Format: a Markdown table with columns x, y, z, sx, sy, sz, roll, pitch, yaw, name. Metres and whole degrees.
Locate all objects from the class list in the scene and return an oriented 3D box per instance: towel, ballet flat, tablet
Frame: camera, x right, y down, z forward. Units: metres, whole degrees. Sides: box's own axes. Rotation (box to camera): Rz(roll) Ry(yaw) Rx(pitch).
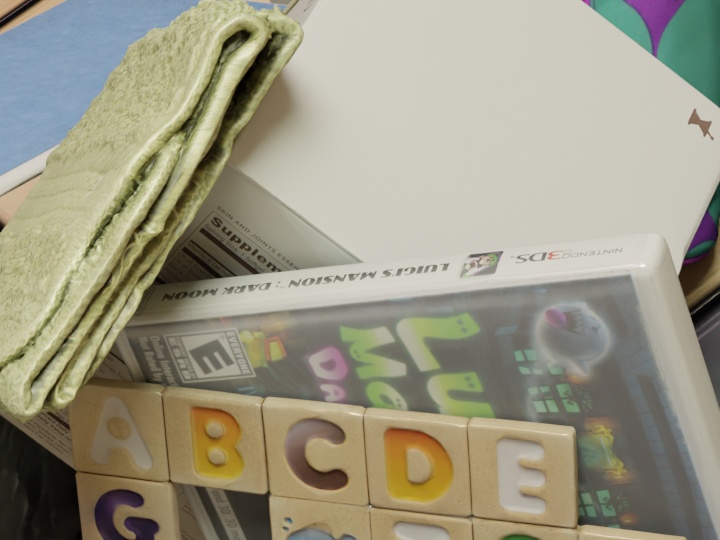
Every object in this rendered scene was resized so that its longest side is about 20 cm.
| x | y | z | sx | sy | sz | roll | pitch | yaw | name |
| --- | --- | --- | --- | --- | --- | --- | --- | --- | --- |
| -0.084 | -0.020 | 0.862 | 0.149 | 0.036 | 0.200 | -57 | 11 | -8 | towel |
| -0.132 | 0.065 | 1.113 | 0.066 | 0.057 | 0.200 | 22 | 45 | -8 | ballet flat |
| -0.126 | -0.065 | 1.031 | 0.130 | 0.014 | 0.200 | 11 | 33 | 42 | tablet |

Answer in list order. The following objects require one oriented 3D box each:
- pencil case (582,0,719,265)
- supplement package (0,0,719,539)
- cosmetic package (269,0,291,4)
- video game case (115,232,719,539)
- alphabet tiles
| x | y | z | sx | sy | sz | roll | pitch | yaw | name |
| --- | --- | --- | --- | --- | --- | --- | --- | --- | --- |
| 0.098 | -0.100 | 1.034 | 0.085 | 0.201 | 0.092 | 11 | 21 | 38 | pencil case |
| 0.000 | 0.000 | 0.944 | 0.200 | 0.150 | 0.152 | -42 | 14 | 52 | supplement package |
| 0.061 | -0.161 | 1.240 | 0.101 | 0.074 | 0.200 | 17 | 55 | 42 | cosmetic package |
| 0.035 | 0.082 | 0.855 | 0.181 | 0.201 | 0.023 | -6 | 33 | 25 | video game case |
| 0.006 | 0.117 | 0.856 | 0.199 | 0.168 | 0.008 | 5 | 28 | 18 | alphabet tiles |
